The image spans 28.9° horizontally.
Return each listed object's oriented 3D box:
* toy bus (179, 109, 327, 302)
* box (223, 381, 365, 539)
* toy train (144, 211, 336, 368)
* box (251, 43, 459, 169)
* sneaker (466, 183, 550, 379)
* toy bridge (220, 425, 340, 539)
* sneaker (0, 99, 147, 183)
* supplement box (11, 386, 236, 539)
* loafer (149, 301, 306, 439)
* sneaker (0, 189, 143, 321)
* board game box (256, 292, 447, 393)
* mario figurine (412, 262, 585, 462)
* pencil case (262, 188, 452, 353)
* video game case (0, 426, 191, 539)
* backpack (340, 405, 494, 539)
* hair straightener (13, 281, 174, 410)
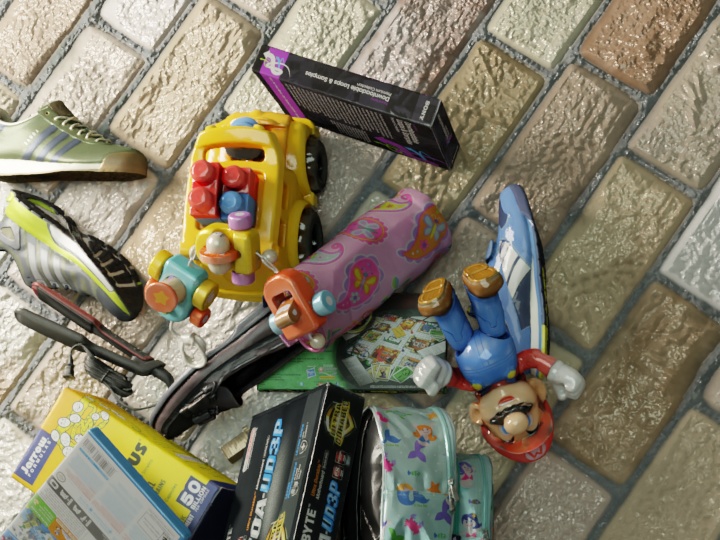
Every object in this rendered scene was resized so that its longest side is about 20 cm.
[{"bbox_3d":[-0.121,-0.087,1.422,0.135,0.192,0.201,0,73,14],"label":"toy bus"},{"bbox_3d":[-0.071,0.220,1.326,0.046,0.159,0.201,24,62,-23],"label":"box"},{"bbox_3d":[-0.128,0.031,1.328,0.199,0.056,0.151,-20,99,33],"label":"toy train"},{"bbox_3d":[-0.001,-0.168,1.440,0.199,0.143,0.036,21,82,15],"label":"box"},{"bbox_3d":[0.146,0.010,1.406,0.082,0.074,0.201,-4,76,14],"label":"sneaker"},{"bbox_3d":[-0.066,0.238,1.422,0.067,0.027,0.200,-33,70,-7],"label":"toy bridge"},{"bbox_3d":[-0.330,-0.146,1.545,0.199,0.067,0.090,0,83,16],"label":"sneaker"},{"bbox_3d":[-0.232,0.219,1.424,0.200,0.110,0.109,29,85,17],"label":"supplement box"},{"bbox_3d":[-0.131,0.109,1.428,0.200,0.072,0.063,-44,69,5],"label":"loafer"},{"bbox_3d":[-0.319,-0.003,1.521,0.200,0.074,0.081,38,107,17],"label":"sneaker"},{"bbox_3d":[-0.008,0.075,1.451,0.199,0.023,0.105,0,79,12],"label":"board game box"},{"bbox_3d":[0.131,0.099,1.314,0.123,0.106,0.201,-8,117,42],"label":"mario figurine"},{"bbox_3d":[0.000,0.000,1.400,0.087,0.088,0.200,43,64,17],"label":"pencil case"},{"bbox_3d":[-0.271,0.271,1.362,0.143,0.018,0.200,45,110,11],"label":"video game case"},{"bbox_3d":[0.048,0.228,1.329,0.150,0.178,0.201,-2,71,-11],"label":"backpack"},{"bbox_3d":[-0.283,0.095,1.476,0.200,0.041,0.077,34,64,-1],"label":"hair straightener"}]
